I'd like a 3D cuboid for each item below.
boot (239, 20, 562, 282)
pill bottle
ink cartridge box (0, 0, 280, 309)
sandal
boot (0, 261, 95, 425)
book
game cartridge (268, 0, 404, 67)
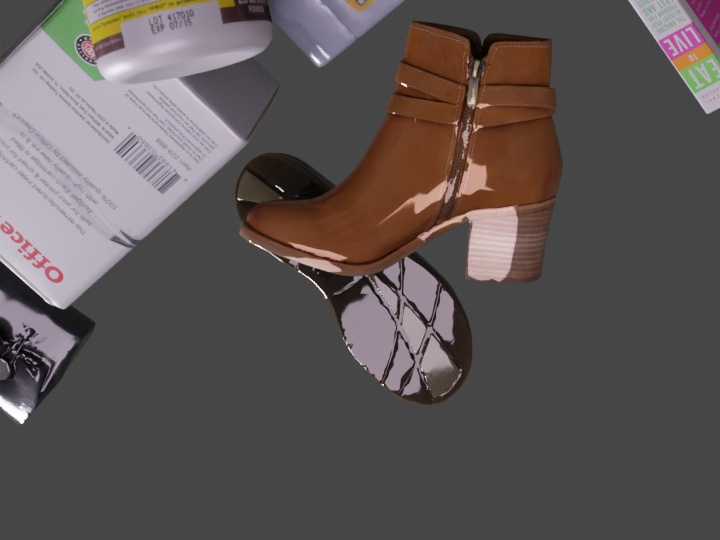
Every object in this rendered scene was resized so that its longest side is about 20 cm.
[{"bbox_3d":[0.026,-0.076,1.662,0.199,0.077,0.156,5,104,8],"label":"boot"},{"bbox_3d":[-0.123,-0.218,1.593,0.109,0.109,0.201,-13,89,23],"label":"pill bottle"},{"bbox_3d":[-0.175,-0.093,1.729,0.146,0.084,0.200,44,122,-12],"label":"ink cartridge box"},{"bbox_3d":[0.000,0.000,1.755,0.200,0.055,0.082,42,110,7],"label":"sandal"},{"bbox_3d":[-0.306,0.039,1.869,0.199,0.066,0.165,34,126,-10],"label":"boot"},{"bbox_3d":[0.165,-0.203,1.529,0.048,0.134,0.200,-27,109,29],"label":"book"},{"bbox_3d":[-0.002,-0.226,1.627,0.133,0.042,0.200,43,123,-16],"label":"game cartridge"}]
